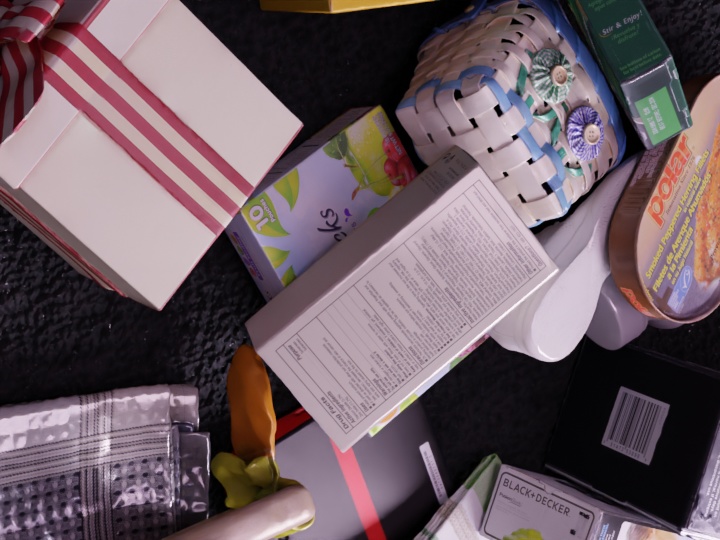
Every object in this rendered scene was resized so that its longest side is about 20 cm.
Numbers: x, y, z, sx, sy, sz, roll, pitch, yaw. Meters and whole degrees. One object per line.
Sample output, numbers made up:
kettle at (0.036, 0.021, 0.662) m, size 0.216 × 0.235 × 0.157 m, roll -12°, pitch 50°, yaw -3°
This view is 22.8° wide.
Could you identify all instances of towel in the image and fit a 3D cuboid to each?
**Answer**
towel at (0.073, 0.262, 1.409) m, size 0.200 × 0.031 × 0.150 m, roll -46°, pitch 123°, yaw -33°
towel at (-0.199, 0.181, 1.282) m, size 0.198 × 0.034 × 0.195 m, roll -6°, pitch 101°, yaw -26°

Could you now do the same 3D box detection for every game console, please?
game console at (-0.005, 0.190, 1.388) m, size 0.176 × 0.031 × 0.202 m, roll -30°, pitch 111°, yaw -26°

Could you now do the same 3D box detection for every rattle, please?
rattle at (-0.140, 0.159, 1.250) m, size 0.198 × 0.130 × 0.144 m, roll -20°, pitch 102°, yaw -6°

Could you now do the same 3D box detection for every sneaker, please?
sneaker at (0.163, -0.021, 1.354) m, size 0.200 × 0.088 × 0.075 m, roll -47°, pitch 119°, yaw -19°

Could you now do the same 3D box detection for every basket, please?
basket at (0.126, -0.128, 1.346) m, size 0.177 × 0.138 × 0.201 m, roll 55°, pitch 38°, yaw -22°

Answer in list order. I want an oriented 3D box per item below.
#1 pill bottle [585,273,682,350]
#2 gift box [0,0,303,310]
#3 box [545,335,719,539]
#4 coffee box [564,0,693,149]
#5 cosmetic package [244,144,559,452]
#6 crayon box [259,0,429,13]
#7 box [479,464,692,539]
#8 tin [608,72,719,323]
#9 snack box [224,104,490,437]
pill bottle at (0.256, -0.024, 1.434) m, size 0.199 × 0.111 × 0.112 m, roll -34°, pitch 112°, yaw -18°
gift box at (-0.180, -0.091, 1.163) m, size 0.187 × 0.184 × 0.201 m, roll 44°, pitch 72°, yaw -27°
box at (0.290, 0.147, 1.429) m, size 0.195 × 0.200 × 0.125 m, roll 19°, pitch 90°, yaw -28°
coffee box at (0.172, -0.196, 1.288) m, size 0.044 × 0.201 × 0.123 m, roll -27°, pitch 156°, yaw 7°
cosmetic package at (0.028, 0.018, 1.250) m, size 0.199 × 0.073 × 0.104 m, roll -39°, pitch 109°, yaw 2°
crayon box at (0.010, -0.216, 1.270) m, size 0.198 × 0.127 × 0.051 m, roll -11°, pitch 103°, yaw -24°
box at (0.204, 0.215, 1.425) m, size 0.199 × 0.116 × 0.061 m, roll 19°, pitch 91°, yaw -42°
tin at (0.251, -0.057, 1.339) m, size 0.112 × 0.042 × 0.201 m, roll 41°, pitch 69°, yaw -36°
snack box at (0.000, 0.000, 1.330) m, size 0.142 × 0.053 × 0.201 m, roll -38°, pitch 109°, yaw -22°
